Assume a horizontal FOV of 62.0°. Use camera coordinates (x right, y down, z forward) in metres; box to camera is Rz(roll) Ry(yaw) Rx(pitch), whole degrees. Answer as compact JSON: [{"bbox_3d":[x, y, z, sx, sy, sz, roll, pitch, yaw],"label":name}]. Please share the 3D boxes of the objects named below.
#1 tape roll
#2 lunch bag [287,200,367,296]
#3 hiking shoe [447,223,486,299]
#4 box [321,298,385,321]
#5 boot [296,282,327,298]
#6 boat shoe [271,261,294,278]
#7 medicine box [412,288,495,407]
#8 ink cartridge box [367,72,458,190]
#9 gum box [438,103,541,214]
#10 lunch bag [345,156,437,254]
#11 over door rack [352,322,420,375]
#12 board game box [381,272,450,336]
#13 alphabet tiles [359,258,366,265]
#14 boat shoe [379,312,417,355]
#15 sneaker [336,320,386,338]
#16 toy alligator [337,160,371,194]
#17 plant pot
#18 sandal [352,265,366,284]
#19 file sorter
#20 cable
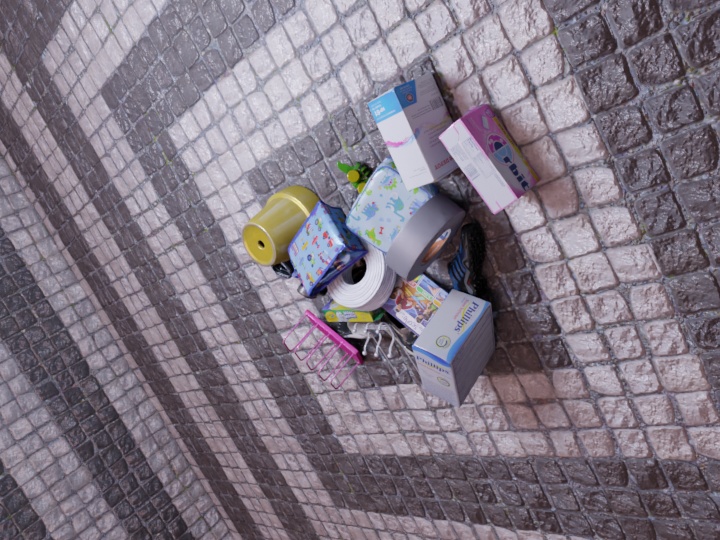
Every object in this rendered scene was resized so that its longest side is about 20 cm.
[{"bbox_3d":[0.143,-0.071,1.318,0.066,0.200,0.200,40,136,15],"label":"tape roll"},{"bbox_3d":[-0.104,-0.044,1.483,0.200,0.094,0.151,-44,58,24],"label":"lunch bag"},{"bbox_3d":[0.232,-0.016,1.366,0.087,0.074,0.200,15,125,35],"label":"hiking shoe"},{"bbox_3d":[0.003,0.087,1.607,0.200,0.117,0.048,-3,123,42],"label":"box"},{"bbox_3d":[-0.093,-0.015,1.642,0.069,0.200,0.174,31,103,3],"label":"boot"},{"bbox_3d":[-0.248,-0.053,1.765,0.200,0.091,0.071,32,134,23],"label":"boat shoe"},{"bbox_3d":[0.221,0.180,1.384,0.103,0.182,0.200,21,148,32],"label":"medicine box"},{"bbox_3d":[0.122,-0.285,1.238,0.085,0.144,0.200,-16,104,46],"label":"ink cartridge box"},{"bbox_3d":[0.253,-0.225,1.181,0.200,0.113,0.066,54,138,-1],"label":"gum box"},{"bbox_3d":[0.072,-0.144,1.383,0.161,0.082,0.200,33,123,-2],"label":"lunch bag"},{"bbox_3d":[0.076,0.216,1.555,0.200,0.067,0.148,47,158,-17],"label":"over door rack"},{"bbox_3d":[0.132,0.069,1.489,0.200,0.034,0.135,39,106,14],"label":"board game box"},{"bbox_3d":[0.054,-0.066,1.545,0.167,0.008,0.200,34,134,21],"label":"alphabet tiles"},{"bbox_3d":[0.134,0.164,1.574,0.200,0.072,0.068,38,140,21],"label":"boat shoe"},{"bbox_3d":[0.001,0.163,1.703,0.072,0.072,0.200,26,163,-32],"label":"sneaker"},{"bbox_3d":[0.022,-0.199,1.460,0.054,0.059,0.200,-40,95,5],"label":"toy alligator"},{"bbox_3d":[-0.211,-0.106,1.625,0.200,0.189,0.201,22,130,30],"label":"plant pot"},{"bbox_3d":[-0.011,0.016,1.602,0.200,0.075,0.048,-14,84,43],"label":"sandal"},{"bbox_3d":[-0.112,0.238,1.766,0.200,0.125,0.139,37,167,18],"label":"file sorter"},{"bbox_3d":[0.000,0.000,1.497,0.200,0.069,0.200,37,104,37],"label":"cable"}]
